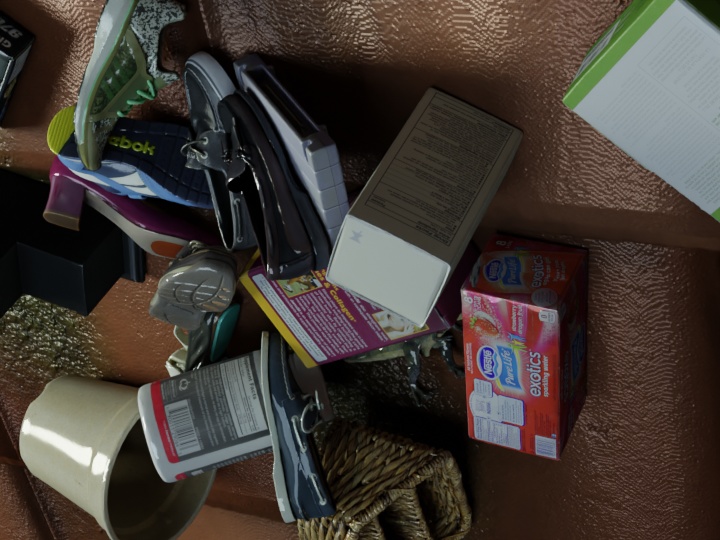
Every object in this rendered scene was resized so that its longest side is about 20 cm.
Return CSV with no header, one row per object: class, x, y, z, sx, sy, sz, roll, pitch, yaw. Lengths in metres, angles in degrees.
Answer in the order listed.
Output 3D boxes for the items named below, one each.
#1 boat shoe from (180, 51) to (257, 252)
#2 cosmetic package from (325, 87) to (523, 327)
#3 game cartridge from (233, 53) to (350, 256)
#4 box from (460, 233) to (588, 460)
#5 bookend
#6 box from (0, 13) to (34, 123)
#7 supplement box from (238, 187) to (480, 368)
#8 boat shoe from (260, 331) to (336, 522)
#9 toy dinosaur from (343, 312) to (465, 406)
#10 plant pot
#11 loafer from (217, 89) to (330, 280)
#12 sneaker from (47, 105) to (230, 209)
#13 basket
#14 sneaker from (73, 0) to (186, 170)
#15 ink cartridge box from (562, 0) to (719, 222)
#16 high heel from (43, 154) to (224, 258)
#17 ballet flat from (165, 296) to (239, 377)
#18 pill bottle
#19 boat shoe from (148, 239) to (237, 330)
boat shoe,-0.141,-0.111,1.508,0.070,0.066,0.202,19,133,54
cosmetic package,0.058,-0.059,1.364,0.103,0.200,0.088,28,136,6
game cartridge,-0.059,-0.105,1.433,0.200,0.038,0.130,51,163,50
box,0.161,0.074,1.497,0.099,0.096,0.201,11,132,21
bookend,-0.368,0.003,1.674,0.198,0.199,0.093,18,133,15
box,-0.452,-0.240,1.620,0.199,0.046,0.159,36,137,-3
supplement box,0.000,0.000,1.522,0.199,0.103,0.131,-17,118,40
boat shoe,-0.065,0.159,1.586,0.061,0.075,0.202,-9,91,5
toy dinosaur,0.066,0.085,1.602,0.200,0.047,0.088,-34,92,45
plant pot,-0.300,0.211,1.843,0.182,0.200,0.202,17,136,33
loafer,-0.094,-0.079,1.409,0.201,0.062,0.072,61,164,24
sneaker,-0.219,-0.110,1.580,0.198,0.075,0.082,20,160,3
basket,0.026,0.277,1.693,0.148,0.144,0.201,16,151,19
sneaker,-0.220,-0.183,1.483,0.088,0.077,0.202,17,112,-6
ink cartridge box,0.288,-0.138,1.250,0.199,0.076,0.148,37,136,-5
high heel,-0.234,-0.077,1.645,0.198,0.097,0.067,17,156,-14
ballet flat,-0.181,0.094,1.748,0.068,0.068,0.201,29,127,19
pill bottle,-0.134,0.151,1.679,0.198,0.111,0.111,-16,125,-1
boat shoe,-0.172,0.003,1.594,0.074,0.074,0.200,22,159,-17
